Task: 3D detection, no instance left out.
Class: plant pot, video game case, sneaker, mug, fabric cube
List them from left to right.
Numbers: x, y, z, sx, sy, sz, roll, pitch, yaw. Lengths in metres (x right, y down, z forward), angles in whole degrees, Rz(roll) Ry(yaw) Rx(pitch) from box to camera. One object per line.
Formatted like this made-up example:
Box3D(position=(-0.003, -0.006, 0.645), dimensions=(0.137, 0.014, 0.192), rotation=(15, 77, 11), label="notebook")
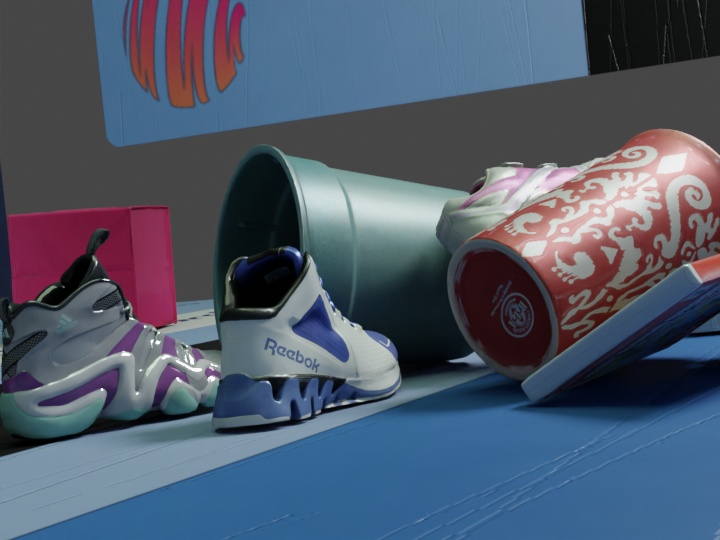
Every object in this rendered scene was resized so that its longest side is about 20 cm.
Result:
Box3D(position=(-0.415, 0.003, 2.149), dimensions=(0.199, 0.200, 0.196), rotation=(-4, 1, 9), label="fabric cube")
Box3D(position=(-0.170, 0.038, 0.995), dimensions=(0.078, 0.140, 0.200), rotation=(-5, 2, 44), label="sneaker")
Box3D(position=(-0.037, 0.039, 0.964), dimensions=(0.080, 0.115, 0.199), rotation=(-4, 2, 28), label="sneaker")
Box3D(position=(0.000, 0.000, 1.161), dimensions=(0.196, 0.201, 0.200), rotation=(2, -2, -26), label="plant pot")
Box3D(position=(0.138, -0.055, 1.111), dimensions=(0.088, 0.081, 0.200), rotation=(37, 39, 29), label="sneaker")
Box3D(position=(0.173, 0.011, 1.000), dimensions=(0.200, 0.178, 0.133), rotation=(-26, 30, -34), label="mug")
Box3D(position=(0.208, 0.027, 0.904), dimensions=(0.143, 0.017, 0.200), rotation=(-42, -17, 35), label="video game case")

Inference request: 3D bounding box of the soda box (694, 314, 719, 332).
Box3D(position=(0.384, 0.015, 1.210), dimensions=(0.200, 0.064, 0.068), rotation=(-5, 0, 9), label="soda box")
